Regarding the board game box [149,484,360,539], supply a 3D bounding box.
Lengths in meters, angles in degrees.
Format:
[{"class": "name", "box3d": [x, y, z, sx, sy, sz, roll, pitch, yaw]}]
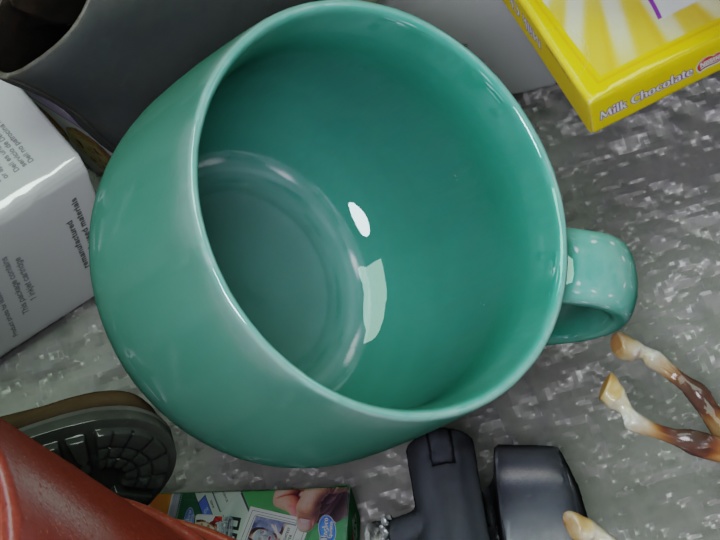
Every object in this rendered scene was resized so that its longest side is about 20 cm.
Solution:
[{"class": "board game box", "box3d": [-0.072, 0.171, 0.978, 0.134, 0.029, 0.200, -2, 56, 9]}]

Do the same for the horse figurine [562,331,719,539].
[{"class": "horse figurine", "box3d": [0.134, 0.098, 0.968, 0.132, 0.050, 0.200, 25, 50, -2]}]

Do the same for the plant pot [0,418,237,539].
[{"class": "plant pot", "box3d": [-0.124, 0.128, 0.807, 0.200, 0.195, 0.201, -10, 60, 17]}]

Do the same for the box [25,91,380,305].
[{"class": "box", "box3d": [-0.068, -0.040, 1.115, 0.200, 0.041, 0.039, 36, 70, 28]}]

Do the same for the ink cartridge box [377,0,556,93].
[{"class": "ink cartridge box", "box3d": [0.084, -0.160, 1.134, 0.199, 0.084, 0.146, -14, 56, 0]}]

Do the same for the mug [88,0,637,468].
[{"class": "mug", "box3d": [-0.008, 0.004, 0.983, 0.185, 0.114, 0.152, 43, 56, -13]}]

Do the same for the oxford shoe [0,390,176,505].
[{"class": "oxford shoe", "box3d": [-0.156, 0.074, 1.006, 0.200, 0.073, 0.085, -19, 46, 21]}]

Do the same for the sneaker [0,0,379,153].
[{"class": "sneaker", "box3d": [-0.049, -0.129, 1.033, 0.200, 0.106, 0.075, -54, 48, 9]}]

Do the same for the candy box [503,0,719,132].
[{"class": "candy box", "box3d": [0.085, -0.151, 1.054, 0.102, 0.026, 0.200, -28, 60, -6]}]

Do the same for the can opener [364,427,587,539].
[{"class": "can opener", "box3d": [0.044, 0.144, 0.955, 0.078, 0.063, 0.200, -10, 55, 11]}]

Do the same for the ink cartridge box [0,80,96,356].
[{"class": "ink cartridge box", "box3d": [-0.220, -0.011, 1.093, 0.200, 0.084, 0.146, -34, 57, -13]}]
